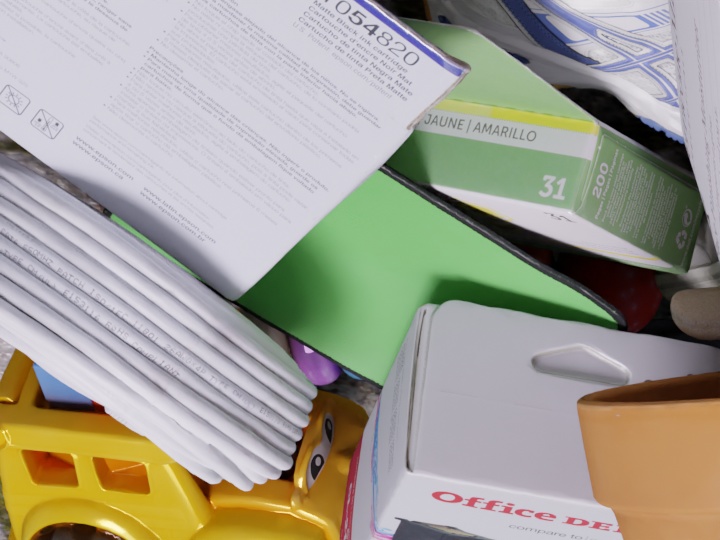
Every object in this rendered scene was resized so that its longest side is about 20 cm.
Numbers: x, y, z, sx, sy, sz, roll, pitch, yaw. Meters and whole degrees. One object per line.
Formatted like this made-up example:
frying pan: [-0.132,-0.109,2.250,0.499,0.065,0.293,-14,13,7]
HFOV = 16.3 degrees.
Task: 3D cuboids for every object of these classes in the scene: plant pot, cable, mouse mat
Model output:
plant pot: [0.189,0.108,0.966,0.199,0.141,0.200,-6,179,0]
cable: [-0.107,0.023,1.097,0.200,0.069,0.200,37,173,-21]
mouse mat: [0.000,0.000,1.103,0.199,0.008,0.161,31,148,-22]

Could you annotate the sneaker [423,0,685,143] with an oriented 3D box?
sneaker: [0.127,-0.105,1.003,0.199,0.076,0.088,11,147,-6]

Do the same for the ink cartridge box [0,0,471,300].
ink cartridge box: [-0.076,-0.097,0.966,0.199,0.041,0.200,37,142,-10]

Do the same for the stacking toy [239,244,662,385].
stacking toy: [0.045,0.009,1.203,0.199,0.086,0.086,-5,146,9]

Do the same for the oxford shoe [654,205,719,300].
oxford shoe: [0.179,-0.026,1.079,0.075,0.058,0.200,-13,179,-21]

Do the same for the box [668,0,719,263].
box: [0.217,-0.087,0.897,0.199,0.131,0.200,-11,134,3]

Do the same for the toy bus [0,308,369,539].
toy bus: [-0.092,0.075,1.281,0.199,0.136,0.193,5,134,17]

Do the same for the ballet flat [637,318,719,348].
ballet flat: [0.131,0.054,1.254,0.199,0.073,0.073,3,147,8]

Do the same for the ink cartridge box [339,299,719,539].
ink cartridge box: [0.075,0.100,1.146,0.145,0.083,0.200,10,155,-5]

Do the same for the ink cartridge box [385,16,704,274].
ink cartridge box: [0.037,-0.055,1.041,0.145,0.048,0.200,12,173,37]

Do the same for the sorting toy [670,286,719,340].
sorting toy: [0.239,0.019,1.055,0.184,0.037,0.200,-6,176,19]
